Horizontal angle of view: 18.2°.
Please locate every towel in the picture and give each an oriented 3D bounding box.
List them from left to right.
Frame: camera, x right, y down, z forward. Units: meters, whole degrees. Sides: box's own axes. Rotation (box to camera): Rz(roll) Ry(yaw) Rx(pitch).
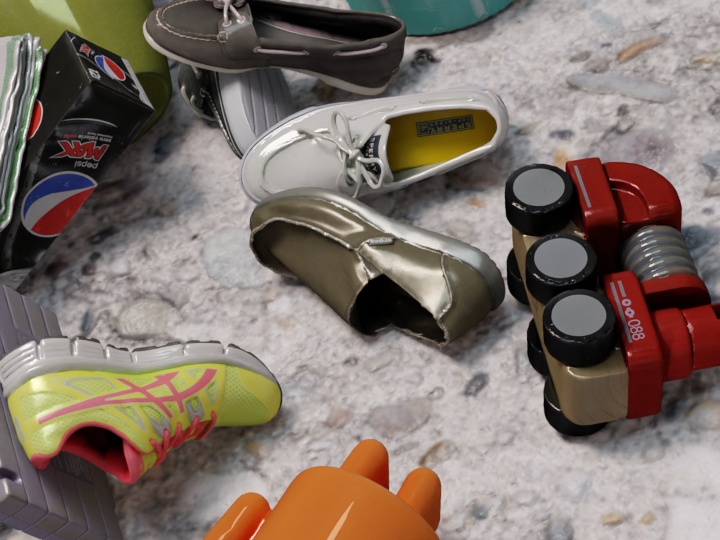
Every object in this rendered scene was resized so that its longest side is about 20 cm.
[{"bbox_3d":[-0.322,-0.098,1.634,0.199,0.031,0.151,0,73,35],"label":"towel"}]

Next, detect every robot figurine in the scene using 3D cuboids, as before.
[{"bbox_3d":[-0.022,0.200,1.352,0.201,0.144,0.116,-54,20,-26],"label":"robot figurine"}]

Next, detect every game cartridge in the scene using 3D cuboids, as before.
[{"bbox_3d":[-0.226,0.093,1.496,0.038,0.130,0.201,-31,54,13],"label":"game cartridge"}]

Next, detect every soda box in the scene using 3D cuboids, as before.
[{"bbox_3d":[-0.239,-0.072,1.633,0.200,0.063,0.071,-50,44,19],"label":"soda box"}]

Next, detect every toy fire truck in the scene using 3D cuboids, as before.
[{"bbox_3d":[0.203,-0.006,1.456,0.198,0.129,0.177,-9,47,-4],"label":"toy fire truck"}]

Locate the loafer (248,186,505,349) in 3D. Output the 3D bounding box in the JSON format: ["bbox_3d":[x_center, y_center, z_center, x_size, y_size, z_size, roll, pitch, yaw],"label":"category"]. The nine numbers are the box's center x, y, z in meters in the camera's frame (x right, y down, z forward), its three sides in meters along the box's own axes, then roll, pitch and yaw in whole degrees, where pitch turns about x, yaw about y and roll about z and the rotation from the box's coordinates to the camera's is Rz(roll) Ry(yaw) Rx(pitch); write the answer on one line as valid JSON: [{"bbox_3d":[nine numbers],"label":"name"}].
[{"bbox_3d":[0.000,0.000,1.541,0.199,0.076,0.070,15,53,29],"label":"loafer"}]

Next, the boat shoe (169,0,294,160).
[{"bbox_3d":[-0.103,-0.146,1.717,0.071,0.072,0.201,-34,45,21],"label":"boat shoe"}]

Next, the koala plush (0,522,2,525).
[{"bbox_3d":[-0.359,0.089,1.508,0.176,0.201,0.184,-30,47,-6],"label":"koala plush"}]

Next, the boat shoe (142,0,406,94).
[{"bbox_3d":[-0.060,-0.180,1.660,0.198,0.057,0.067,8,44,-22],"label":"boat shoe"}]

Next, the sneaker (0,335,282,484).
[{"bbox_3d":[-0.142,0.099,1.475,0.198,0.078,0.091,2,60,-27],"label":"sneaker"}]

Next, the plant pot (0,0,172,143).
[{"bbox_3d":[-0.232,-0.192,1.736,0.186,0.187,0.201,-32,66,-9],"label":"plant pot"}]

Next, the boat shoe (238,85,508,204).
[{"bbox_3d":[0.008,-0.083,1.594,0.200,0.075,0.086,-10,9,4],"label":"boat shoe"}]

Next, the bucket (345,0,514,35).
[{"bbox_3d":[0.051,-0.291,1.730,0.205,0.135,0.209,-10,49,12],"label":"bucket"}]
